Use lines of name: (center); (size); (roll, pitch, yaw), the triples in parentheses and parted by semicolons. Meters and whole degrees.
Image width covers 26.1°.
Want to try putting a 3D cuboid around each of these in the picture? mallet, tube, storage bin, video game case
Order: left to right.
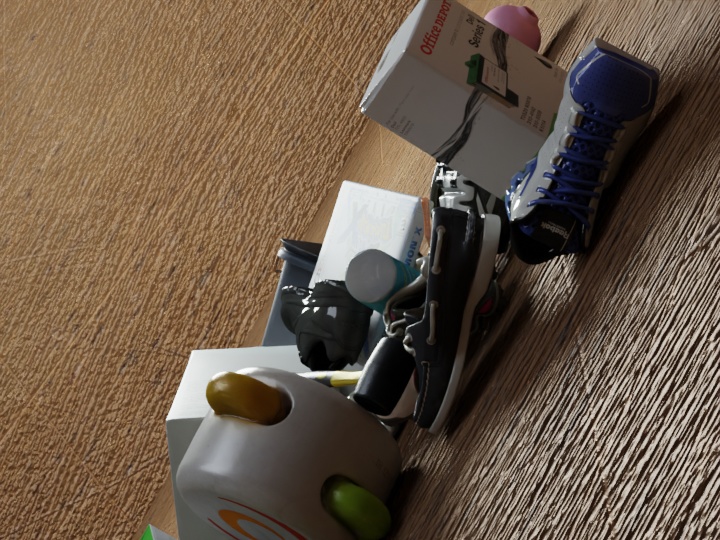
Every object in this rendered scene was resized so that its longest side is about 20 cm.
storage bin: (-0.046, 0.045, 1.865); (0.135, 0.145, 0.200); (-69, -18, 5)
mallet: (-0.013, 0.092, 1.440); (0.066, 0.041, 0.200); (-59, 24, -14)
video game case: (0.000, 0.000, 1.664); (0.200, 0.022, 0.183); (19, 91, 64)
tube: (0.040, 0.023, 1.511); (0.200, 0.050, 0.078); (30, -117, -69)

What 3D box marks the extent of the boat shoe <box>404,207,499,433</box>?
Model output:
boat shoe: (0.068, 0.042, 1.327); (0.074, 0.060, 0.200); (-83, 6, -69)

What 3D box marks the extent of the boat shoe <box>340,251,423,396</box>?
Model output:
boat shoe: (0.031, 0.074, 1.671); (0.060, 0.074, 0.200); (20, -98, -56)

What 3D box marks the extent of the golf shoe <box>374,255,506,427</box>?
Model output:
golf shoe: (0.050, 0.060, 1.440); (0.200, 0.088, 0.077); (-58, 32, 28)

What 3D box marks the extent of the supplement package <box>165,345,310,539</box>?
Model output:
supplement package: (-0.112, 0.184, 1.650); (0.200, 0.151, 0.151); (-84, -9, -73)

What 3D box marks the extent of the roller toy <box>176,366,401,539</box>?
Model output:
roller toy: (-0.063, 0.176, 1.407); (0.140, 0.200, 0.182); (-63, 2, -24)

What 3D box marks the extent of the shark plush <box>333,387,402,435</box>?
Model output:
shark plush: (-0.003, 0.198, 1.542); (0.083, 0.091, 0.200); (80, -163, -65)

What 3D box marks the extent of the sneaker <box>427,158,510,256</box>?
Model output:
sneaker: (0.115, -0.033, 1.504); (0.066, 0.090, 0.201); (-167, 81, -70)

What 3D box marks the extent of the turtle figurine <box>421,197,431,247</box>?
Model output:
turtle figurine: (0.128, -0.113, 1.591); (0.161, 0.064, 0.200); (4, -77, -73)

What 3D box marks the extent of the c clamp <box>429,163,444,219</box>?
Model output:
c clamp: (0.112, -0.111, 1.703); (0.200, 0.027, 0.171); (44, -116, -71)

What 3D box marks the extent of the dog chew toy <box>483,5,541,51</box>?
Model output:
dog chew toy: (0.147, -0.248, 1.935); (0.200, 0.124, 0.125); (-47, 12, 26)

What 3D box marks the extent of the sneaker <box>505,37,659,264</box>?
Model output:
sneaker: (0.176, -0.075, 1.251); (0.115, 0.080, 0.200); (-76, 10, -53)

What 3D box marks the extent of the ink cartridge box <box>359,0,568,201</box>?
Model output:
ink cartridge box: (0.115, -0.157, 1.447); (0.084, 0.200, 0.146); (-53, 10, 35)

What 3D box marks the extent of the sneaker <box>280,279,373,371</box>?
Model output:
sneaker: (-0.042, 0.061, 1.580); (0.200, 0.076, 0.091); (158, 123, -74)

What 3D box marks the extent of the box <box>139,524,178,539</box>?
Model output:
box: (-0.129, 0.316, 1.349); (0.097, 0.176, 0.200); (-61, 7, -6)
